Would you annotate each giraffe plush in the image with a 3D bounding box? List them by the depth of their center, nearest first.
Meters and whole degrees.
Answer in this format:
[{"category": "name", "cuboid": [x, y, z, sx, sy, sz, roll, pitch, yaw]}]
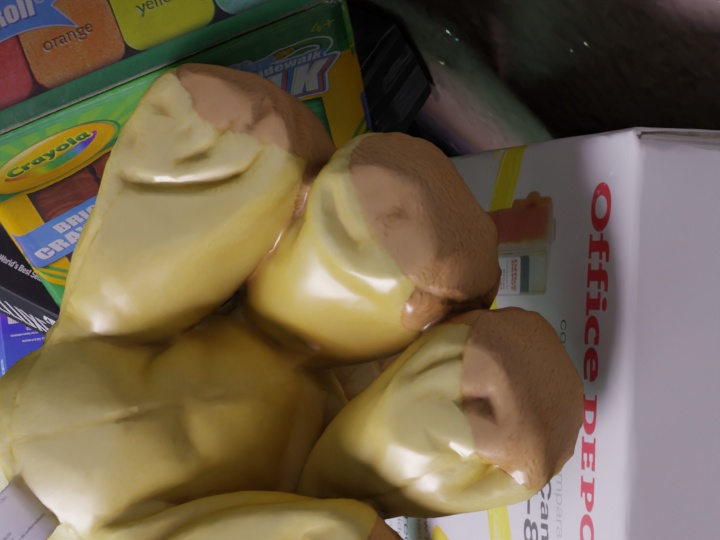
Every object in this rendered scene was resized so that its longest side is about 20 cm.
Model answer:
[{"category": "giraffe plush", "cuboid": [-0.032, 0.055, 0.618, 0.173, 0.199, 0.162, 59, -174, 17]}]

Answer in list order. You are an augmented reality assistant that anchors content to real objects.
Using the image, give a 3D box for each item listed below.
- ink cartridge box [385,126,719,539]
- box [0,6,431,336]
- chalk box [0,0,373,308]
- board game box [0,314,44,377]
[{"category": "ink cartridge box", "cuboid": [0.075, 0.033, 0.642, 0.083, 0.146, 0.200, 2, 179, -20]}, {"category": "box", "cuboid": [-0.095, -0.050, 0.794, 0.199, 0.158, 0.050, 25, 163, 33]}, {"category": "chalk box", "cuboid": [-0.075, -0.087, 0.640, 0.200, 0.124, 0.125, 72, 175, -70]}, {"category": "board game box", "cuboid": [-0.097, 0.019, 1.041, 0.134, 0.199, 0.045, -179, 82, -70]}]
